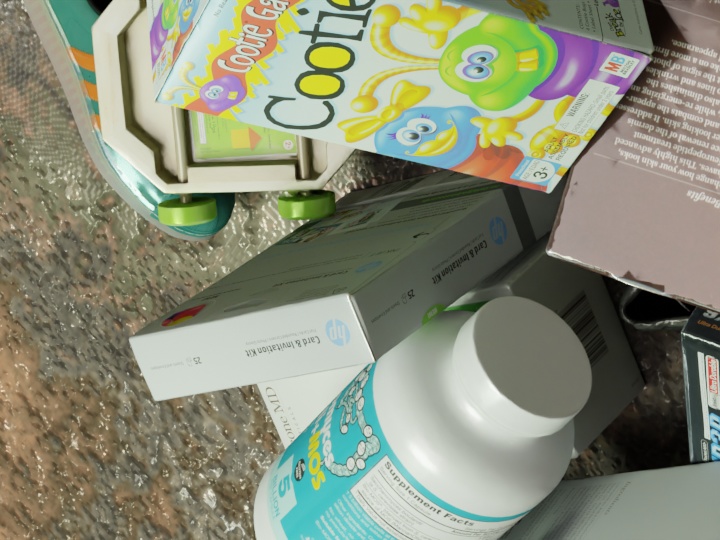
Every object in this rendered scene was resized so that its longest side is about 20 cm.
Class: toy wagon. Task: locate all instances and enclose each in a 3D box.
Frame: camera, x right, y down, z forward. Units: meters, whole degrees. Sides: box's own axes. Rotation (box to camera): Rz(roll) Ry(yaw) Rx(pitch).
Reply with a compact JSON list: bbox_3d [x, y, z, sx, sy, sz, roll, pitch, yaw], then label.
[{"bbox_3d":[-0.045,-0.105,1.409,0.199,0.040,0.156,-2,103,10],"label":"toy wagon"}]

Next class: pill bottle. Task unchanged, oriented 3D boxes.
[{"bbox_3d":[0.035,0.094,1.323,0.111,0.111,0.200,49,134,6],"label":"pill bottle"}]

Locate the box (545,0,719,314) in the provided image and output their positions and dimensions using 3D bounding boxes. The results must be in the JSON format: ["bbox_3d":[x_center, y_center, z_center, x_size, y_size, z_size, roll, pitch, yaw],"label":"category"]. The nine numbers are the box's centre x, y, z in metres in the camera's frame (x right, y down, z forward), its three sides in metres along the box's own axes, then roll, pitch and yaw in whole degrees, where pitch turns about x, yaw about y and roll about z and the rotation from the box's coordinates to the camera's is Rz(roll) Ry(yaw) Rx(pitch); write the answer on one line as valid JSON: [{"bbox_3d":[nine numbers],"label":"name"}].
[{"bbox_3d":[0.166,-0.089,1.205,0.100,0.075,0.201,19,100,15],"label":"box"}]

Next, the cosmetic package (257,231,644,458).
[{"bbox_3d":[0.042,0.048,1.425,0.199,0.085,0.108,-12,109,40],"label":"cosmetic package"}]

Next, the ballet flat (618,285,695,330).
[{"bbox_3d":[0.210,0.003,1.272,0.200,0.057,0.067,-17,106,51],"label":"ballet flat"}]

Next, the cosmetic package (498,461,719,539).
[{"bbox_3d":[0.160,0.160,1.326,0.102,0.071,0.200,51,147,-17],"label":"cosmetic package"}]

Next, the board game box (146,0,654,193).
[{"bbox_3d":[0.014,-0.123,1.167,0.103,0.199,0.105,125,148,-43],"label":"board game box"}]

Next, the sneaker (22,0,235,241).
[{"bbox_3d":[-0.122,-0.113,1.474,0.080,0.071,0.201,-27,94,48],"label":"sneaker"}]

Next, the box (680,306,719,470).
[{"bbox_3d":[0.242,0.107,1.286,0.158,0.046,0.201,20,143,28],"label":"box"}]

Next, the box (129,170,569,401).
[{"bbox_3d":[0.000,0.000,1.351,0.155,0.200,0.041,-12,104,40],"label":"box"}]
